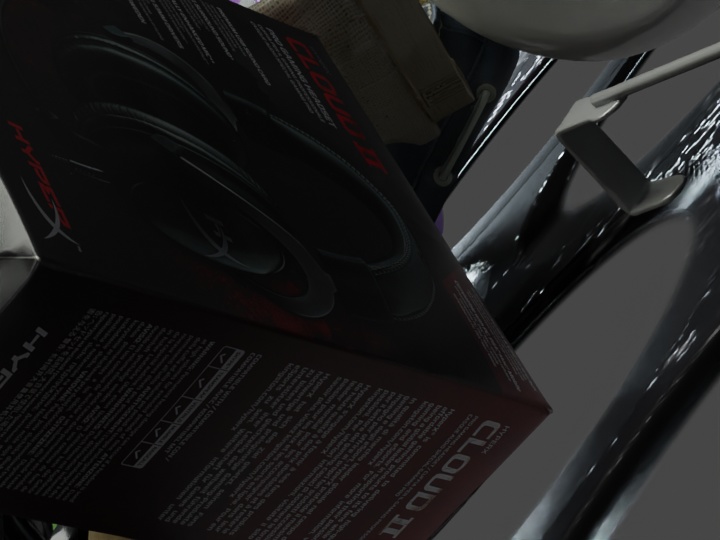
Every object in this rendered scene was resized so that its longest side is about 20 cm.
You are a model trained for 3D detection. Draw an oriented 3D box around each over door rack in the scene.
[{"bbox_3d":[0.125,-0.114,0.712,0.148,0.067,0.200,-53,6,-30],"label":"over door rack"}]

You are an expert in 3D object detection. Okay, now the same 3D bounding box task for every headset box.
[{"bbox_3d":[-0.054,-0.008,0.698,0.077,0.200,0.149,-48,51,22],"label":"headset box"}]

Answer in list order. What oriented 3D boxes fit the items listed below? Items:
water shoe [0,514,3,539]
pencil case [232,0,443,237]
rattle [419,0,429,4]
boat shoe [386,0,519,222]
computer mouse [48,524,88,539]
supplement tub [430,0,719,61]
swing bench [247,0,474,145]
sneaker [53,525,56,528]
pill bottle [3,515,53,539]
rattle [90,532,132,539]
[{"bbox_3d":[-0.159,0.153,0.893,0.072,0.079,0.201,106,166,-48],"label":"water shoe"},{"bbox_3d":[-0.035,-0.049,1.030,0.200,0.084,0.086,48,-134,-60],"label":"pencil case"},{"bbox_3d":[0.034,-0.171,1.097,0.200,0.143,0.130,-31,-32,-13],"label":"rattle"},{"bbox_3d":[0.000,0.000,0.964,0.075,0.062,0.201,-99,26,-68],"label":"boat shoe"},{"bbox_3d":[-0.080,0.111,0.993,0.139,0.053,0.200,-63,-3,0],"label":"computer mouse"},{"bbox_3d":[0.093,-0.176,0.939,0.145,0.145,0.200,-46,5,40],"label":"supplement tub"},{"bbox_3d":[-0.097,-0.084,0.841,0.198,0.200,0.130,-30,3,4],"label":"swing bench"},{"bbox_3d":[-0.190,0.189,1.249,0.200,0.077,0.084,-51,9,-16],"label":"sneaker"},{"bbox_3d":[-0.221,0.108,1.013,0.200,0.112,0.112,-30,6,-1],"label":"pill bottle"},{"bbox_3d":[-0.046,0.075,0.803,0.200,0.131,0.143,-21,-4,-40],"label":"rattle"}]
